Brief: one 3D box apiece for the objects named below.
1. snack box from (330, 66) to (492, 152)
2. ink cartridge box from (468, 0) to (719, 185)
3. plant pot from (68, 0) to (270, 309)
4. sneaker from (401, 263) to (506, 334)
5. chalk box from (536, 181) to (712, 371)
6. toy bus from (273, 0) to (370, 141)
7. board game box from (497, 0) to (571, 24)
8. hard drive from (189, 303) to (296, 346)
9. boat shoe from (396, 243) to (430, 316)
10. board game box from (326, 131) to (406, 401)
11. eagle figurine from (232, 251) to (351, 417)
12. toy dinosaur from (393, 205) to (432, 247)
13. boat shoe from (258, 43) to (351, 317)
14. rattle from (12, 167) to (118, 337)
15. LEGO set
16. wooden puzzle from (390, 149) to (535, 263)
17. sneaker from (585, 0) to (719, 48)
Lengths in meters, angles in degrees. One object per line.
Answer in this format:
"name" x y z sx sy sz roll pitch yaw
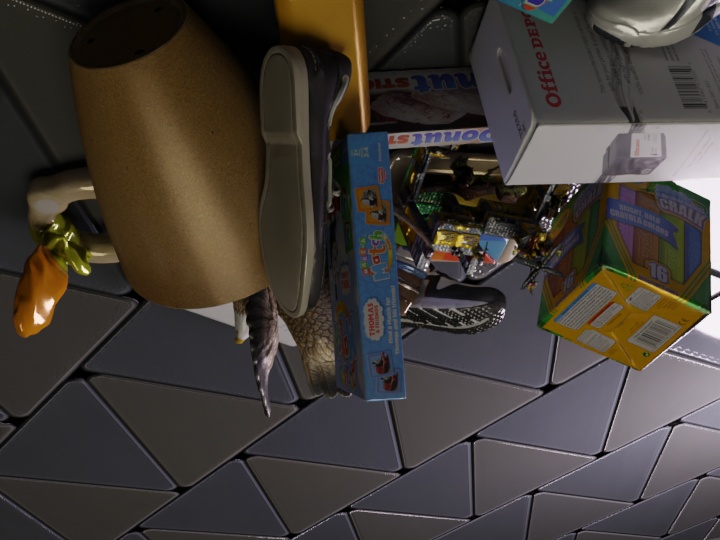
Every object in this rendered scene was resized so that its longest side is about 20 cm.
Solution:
"snack box" 0.066 -0.142 0.824 0.200 0.072 0.024 -5 147 -10
"ink cartridge box" 0.205 -0.151 0.782 0.200 0.145 0.084 -3 149 -13
"plant pot" -0.141 -0.103 0.745 0.186 0.187 0.200 -15 135 6
"sneaker" 0.061 0.018 0.969 0.200 0.080 0.074 2 156 40
"chalk box" 0.273 -0.025 0.979 0.124 0.200 0.124 22 140 -8
"toy bus" -0.032 -0.189 0.711 0.065 0.078 0.200 -10 149 -3
"board game box" 0.111 -0.252 0.614 0.200 0.045 0.152 1 137 -48
"hard drive" -0.105 0.039 1.083 0.132 0.026 0.200 -18 150 37
"boat shoe" -0.026 0.003 0.955 0.200 0.073 0.072 8 166 43
"board game box" 0.000 0.000 0.778 0.037 0.200 0.151 -4 178 -10
"eagle figurine" -0.083 0.025 0.871 0.152 0.200 0.151 -38 149 -18
"toy dinosaur" -0.003 -0.068 0.903 0.106 0.061 0.200 21 177 -15
"boat shoe" -0.033 -0.063 0.697 0.063 0.073 0.200 -11 111 -33
"rattle" -0.208 -0.020 0.880 0.200 0.143 0.130 5 127 -13
"LEGO set" 0.126 -0.063 0.883 0.200 0.116 0.154 15 122 -24
"wooden puzzle" 0.103 -0.057 1.006 0.200 0.037 0.185 -3 147 -14
"sneaker" 0.267 -0.249 0.708 0.199 0.080 0.130 -12 147 1
